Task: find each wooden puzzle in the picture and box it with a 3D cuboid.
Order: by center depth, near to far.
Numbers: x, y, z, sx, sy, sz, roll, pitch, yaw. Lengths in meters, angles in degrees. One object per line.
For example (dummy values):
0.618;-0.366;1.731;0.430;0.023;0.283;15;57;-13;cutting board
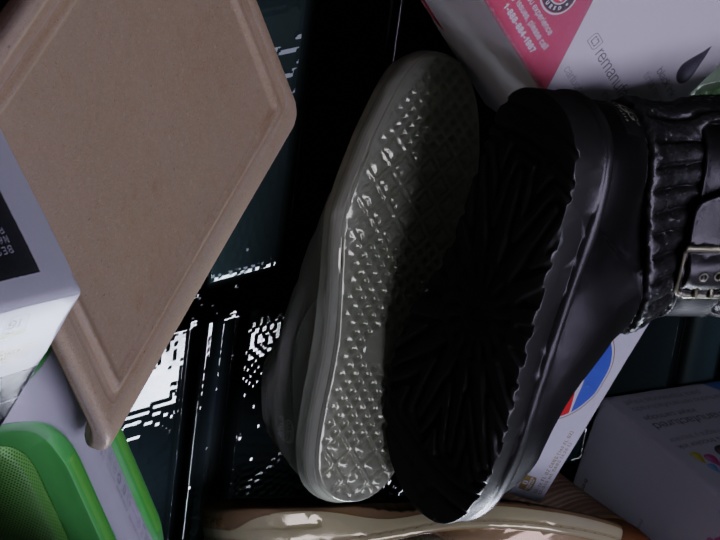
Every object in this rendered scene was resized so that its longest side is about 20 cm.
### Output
-0.091;-0.061;1.111;0.200;0.037;0.185;75;34;-45;wooden puzzle

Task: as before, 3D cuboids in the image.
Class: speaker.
-0.136;0.086;1.185;0.088;0.088;0.200;-35;136;-17;speaker

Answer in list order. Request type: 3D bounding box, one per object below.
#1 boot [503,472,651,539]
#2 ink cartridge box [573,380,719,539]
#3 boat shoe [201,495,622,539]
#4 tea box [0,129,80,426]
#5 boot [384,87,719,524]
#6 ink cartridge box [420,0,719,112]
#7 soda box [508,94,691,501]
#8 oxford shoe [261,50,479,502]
0.069;0.185;1.380;0.200;0.155;0.077;-22;135;-28;boot
0.215;0.166;1.463;0.147;0.200;0.146;-6;123;-39;ink cartridge box
0.023;0.136;1.335;0.200;0.071;0.065;1;88;-17;boat shoe
-0.231;0.025;0.969;0.200;0.134;0.197;-14;154;-35;tea box
0.111;0.016;1.241;0.158;0.079;0.211;0;125;-37;boot
0.122;-0.160;1.235;0.200;0.085;0.146;-46;140;-7;ink cartridge box
0.094;0.003;1.343;0.068;0.064;0.200;19;104;-47;soda box
0.000;0.000;1.269;0.075;0.058;0.200;9;98;-38;oxford shoe
